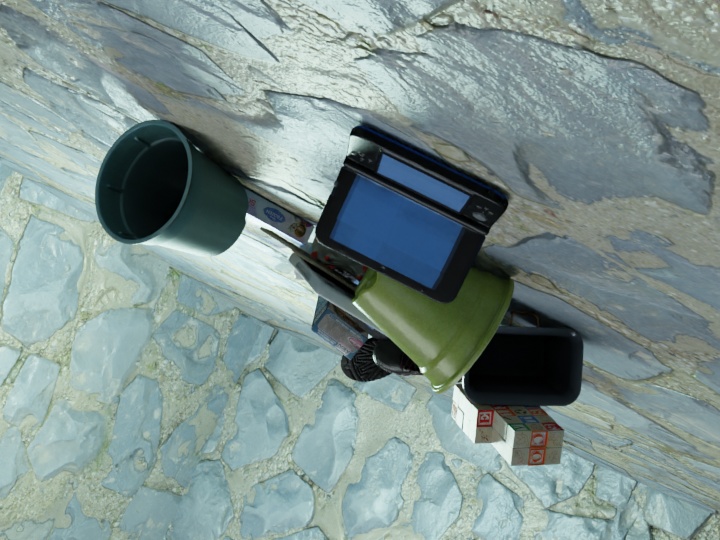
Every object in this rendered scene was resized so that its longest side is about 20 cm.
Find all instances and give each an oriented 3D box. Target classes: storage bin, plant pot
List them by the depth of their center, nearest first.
[{"bbox_3d":[0.095,0.044,1.504,0.183,0.202,0.200,35,170,-6],"label":"plant pot"},{"bbox_3d":[-0.297,-0.117,1.683,0.198,0.203,0.195,20,177,32],"label":"plant pot"},{"bbox_3d":[0.253,0.138,1.709,0.196,0.148,0.134,2,-175,-9],"label":"storage bin"}]

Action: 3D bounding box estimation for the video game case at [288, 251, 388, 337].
[{"bbox_3d":[-0.012,0.048,1.629,0.199,0.023,0.182,32,-175,-23],"label":"video game case"}]

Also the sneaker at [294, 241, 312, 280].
[{"bbox_3d":[-0.069,-0.014,1.948,0.081,0.075,0.200,7,-176,12],"label":"sneaker"}]

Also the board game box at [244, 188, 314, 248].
[{"bbox_3d":[-0.204,-0.105,1.907,0.198,0.042,0.199,29,170,-16],"label":"board game box"}]

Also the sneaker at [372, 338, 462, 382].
[{"bbox_3d":[0.119,0.157,1.818,0.196,0.077,0.116,6,180,3],"label":"sneaker"}]

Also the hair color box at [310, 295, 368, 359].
[{"bbox_3d":[-0.034,0.083,2.000,0.099,0.061,0.200,37,-161,-11],"label":"hair color box"}]

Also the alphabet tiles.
[{"bbox_3d":[-0.071,-0.012,1.651,0.198,0.008,0.167,32,-179,5],"label":"alphabet tiles"}]

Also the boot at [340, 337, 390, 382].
[{"bbox_3d":[0.064,0.148,2.051,0.208,0.081,0.158,-18,-171,6],"label":"boot"}]

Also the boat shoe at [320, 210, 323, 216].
[{"bbox_3d":[-0.016,-0.062,1.584,0.066,0.058,0.199,28,171,-27],"label":"boat shoe"}]

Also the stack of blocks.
[{"bbox_3d":[0.234,0.246,1.659,0.113,0.060,0.200,0,-165,-15],"label":"stack of blocks"}]

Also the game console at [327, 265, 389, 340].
[{"bbox_3d":[0.040,0.042,1.771,0.175,0.031,0.200,-19,131,37],"label":"game console"}]

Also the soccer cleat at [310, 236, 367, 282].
[{"bbox_3d":[0.007,-0.011,1.648,0.199,0.070,0.077,29,-163,30],"label":"soccer cleat"}]

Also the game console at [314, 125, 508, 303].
[{"bbox_3d":[0.054,-0.061,1.215,0.198,0.120,0.171,25,171,1],"label":"game console"}]

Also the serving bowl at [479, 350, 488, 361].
[{"bbox_3d":[0.189,0.107,1.870,0.197,0.067,0.200,17,-176,-1],"label":"serving bowl"}]
